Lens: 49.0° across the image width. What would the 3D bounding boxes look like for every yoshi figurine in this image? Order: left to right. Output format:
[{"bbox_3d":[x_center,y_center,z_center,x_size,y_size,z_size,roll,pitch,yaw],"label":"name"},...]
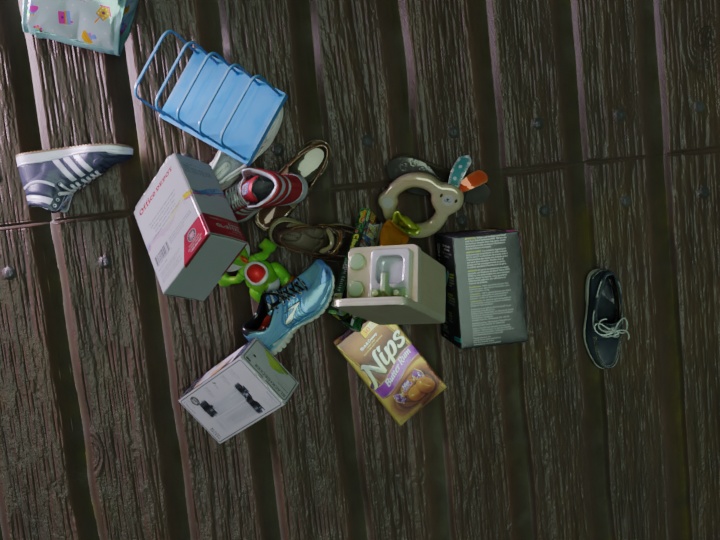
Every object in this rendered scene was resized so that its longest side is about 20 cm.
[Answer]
[{"bbox_3d":[-0.206,-0.009,1.424,0.112,0.113,0.200,-30,119,36],"label":"yoshi figurine"}]

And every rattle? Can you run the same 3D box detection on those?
[{"bbox_3d":[0.127,-0.118,1.401,0.199,0.143,0.131,-17,96,17],"label":"rattle"}]

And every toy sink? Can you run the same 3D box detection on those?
[{"bbox_3d":[0.053,0.022,1.337,0.130,0.200,0.113,-4,77,25],"label":"toy sink"}]

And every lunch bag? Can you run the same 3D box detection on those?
[{"bbox_3d":[-0.459,-0.469,1.317,0.170,0.122,0.201,13,88,-10],"label":"lunch bag"}]

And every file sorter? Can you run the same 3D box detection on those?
[{"bbox_3d":[-0.254,-0.292,1.324,0.200,0.123,0.139,30,91,17],"label":"file sorter"}]

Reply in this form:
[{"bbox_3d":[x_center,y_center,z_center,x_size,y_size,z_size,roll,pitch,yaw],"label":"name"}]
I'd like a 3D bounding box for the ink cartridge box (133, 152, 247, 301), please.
[{"bbox_3d":[-0.287,-0.074,1.319,0.083,0.200,0.146,13,127,-44],"label":"ink cartridge box"}]

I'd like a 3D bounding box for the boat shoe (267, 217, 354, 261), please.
[{"bbox_3d":[-0.064,-0.050,1.419,0.199,0.072,0.072,12,100,-26],"label":"boat shoe"}]

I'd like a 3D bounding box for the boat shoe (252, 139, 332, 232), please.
[{"bbox_3d":[-0.125,-0.156,1.417,0.076,0.072,0.200,36,90,-10],"label":"boat shoe"}]

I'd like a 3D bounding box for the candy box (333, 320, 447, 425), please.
[{"bbox_3d":[0.055,0.176,1.483,0.117,0.056,0.200,-39,98,-3],"label":"candy box"}]

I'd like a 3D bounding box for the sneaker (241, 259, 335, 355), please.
[{"bbox_3d":[-0.125,0.059,1.361,0.200,0.078,0.090,-48,135,3],"label":"sneaker"}]

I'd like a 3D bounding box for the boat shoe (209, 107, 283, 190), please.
[{"bbox_3d":[-0.204,-0.224,1.401,0.071,0.069,0.200,36,90,-10],"label":"boat shoe"}]

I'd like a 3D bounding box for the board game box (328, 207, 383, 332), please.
[{"bbox_3d":[0.000,0.000,1.411,0.023,0.105,0.201,9,74,25],"label":"board game box"}]

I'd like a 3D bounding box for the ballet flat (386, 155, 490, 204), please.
[{"bbox_3d":[0.146,-0.170,1.473,0.199,0.046,0.068,13,115,-3],"label":"ballet flat"}]

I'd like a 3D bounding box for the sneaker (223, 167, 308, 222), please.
[{"bbox_3d":[-0.201,-0.128,1.355,0.199,0.112,0.072,-14,86,24],"label":"sneaker"}]

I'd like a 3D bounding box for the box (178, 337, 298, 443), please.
[{"bbox_3d":[-0.216,0.215,1.390,0.117,0.060,0.200,47,127,-8],"label":"box"}]

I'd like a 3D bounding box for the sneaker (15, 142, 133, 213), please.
[{"bbox_3d":[-0.487,-0.159,1.366,0.199,0.070,0.109,-7,92,0],"label":"sneaker"}]

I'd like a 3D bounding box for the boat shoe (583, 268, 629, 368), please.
[{"bbox_3d":[0.479,0.097,1.532,0.075,0.062,0.201,-2,96,-10],"label":"boat shoe"}]

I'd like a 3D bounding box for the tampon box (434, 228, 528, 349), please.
[{"bbox_3d":[0.218,0.028,1.443,0.126,0.150,0.201,-6,96,-7],"label":"tampon box"}]
